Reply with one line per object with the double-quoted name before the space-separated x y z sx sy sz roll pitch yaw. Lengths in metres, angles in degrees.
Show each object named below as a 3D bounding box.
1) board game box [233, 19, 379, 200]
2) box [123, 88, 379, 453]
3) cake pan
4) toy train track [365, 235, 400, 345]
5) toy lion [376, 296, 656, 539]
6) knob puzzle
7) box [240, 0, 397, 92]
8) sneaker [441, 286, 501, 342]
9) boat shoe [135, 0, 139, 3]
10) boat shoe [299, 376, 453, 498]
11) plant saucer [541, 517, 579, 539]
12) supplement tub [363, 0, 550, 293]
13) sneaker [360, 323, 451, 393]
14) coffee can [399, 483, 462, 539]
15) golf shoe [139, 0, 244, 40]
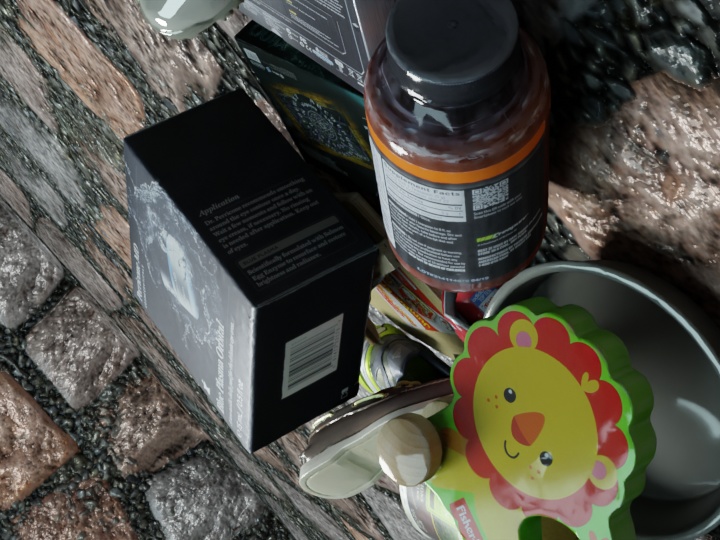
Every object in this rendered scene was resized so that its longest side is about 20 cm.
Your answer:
"board game box" -0.001 -0.103 1.026 0.199 0.028 0.136 31 160 43
"box" -0.093 0.001 1.134 0.200 0.116 0.198 49 151 29
"cake pan" 0.164 0.079 0.898 0.199 0.037 0.203 25 131 33
"toy train track" 0.000 0.000 1.148 0.115 0.032 0.200 51 160 -2
"toy lion" 0.112 0.127 0.886 0.191 0.068 0.202 -32 78 41
"knob puzzle" 0.024 -0.003 1.190 0.219 0.031 0.220 40 166 12
"box" -0.052 -0.210 0.846 0.199 0.048 0.159 36 159 32
"sneaker" 0.130 0.058 0.999 0.199 0.071 0.113 31 161 49
"boat shoe" -0.156 -0.234 1.065 0.074 0.062 0.200 39 178 9
"boat shoe" 0.028 0.123 1.136 0.071 0.060 0.199 33 132 -32
"plant saucer" 0.167 0.271 0.979 0.198 0.048 0.202 9 126 39
"supplement tub" 0.057 -0.078 0.805 0.107 0.107 0.201 39 161 24
"sneaker" 0.074 0.128 1.270 0.200 0.074 0.081 42 168 -26
"coffee can" 0.144 0.189 1.132 0.199 0.146 0.147 23 152 54
"golf shoe" -0.083 -0.205 0.714 0.078 0.097 0.201 47 125 22
